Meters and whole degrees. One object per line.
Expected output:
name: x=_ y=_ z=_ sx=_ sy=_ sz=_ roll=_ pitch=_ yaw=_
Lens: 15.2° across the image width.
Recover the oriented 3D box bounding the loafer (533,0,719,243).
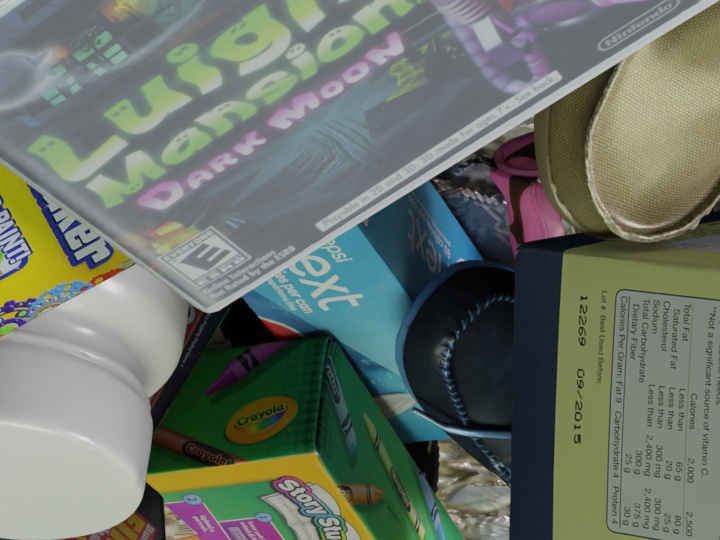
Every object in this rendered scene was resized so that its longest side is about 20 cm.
loafer: x=0.118 y=-0.087 z=0.803 sx=0.076 sy=0.068 sz=0.201 roll=12 pitch=116 yaw=-31

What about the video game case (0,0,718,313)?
video game case: x=-0.002 y=-0.074 z=0.706 sx=0.199 sy=0.023 sz=0.182 roll=-31 pitch=149 yaw=11

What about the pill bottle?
pill bottle: x=-0.112 y=-0.017 z=0.934 sx=0.113 sy=0.201 sz=0.114 roll=3 pitch=151 yaw=2

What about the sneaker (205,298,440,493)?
sneaker: x=-0.035 y=0.057 z=1.193 sx=0.080 sy=0.074 sz=0.200 roll=-15 pitch=135 yaw=32

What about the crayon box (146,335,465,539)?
crayon box: x=-0.033 y=0.112 z=1.147 sx=0.118 sy=0.059 sz=0.200 roll=-8 pitch=141 yaw=20

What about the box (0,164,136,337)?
box: x=-0.189 y=-0.065 z=0.790 sx=0.192 sy=0.201 sz=0.122 roll=-28 pitch=149 yaw=-4

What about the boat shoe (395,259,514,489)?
boat shoe: x=0.084 y=0.058 z=1.099 sx=0.069 sy=0.084 sz=0.200 roll=39 pitch=-179 yaw=37

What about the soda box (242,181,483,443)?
soda box: x=0.000 y=0.000 z=1.094 sx=0.067 sy=0.065 sz=0.200 roll=-8 pitch=148 yaw=20

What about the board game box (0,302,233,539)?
board game box: x=-0.136 y=0.053 z=1.001 sx=0.200 sy=0.200 sz=0.062 roll=45 pitch=137 yaw=-16

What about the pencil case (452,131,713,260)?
pencil case: x=0.101 y=0.040 z=1.009 sx=0.090 sy=0.094 sz=0.201 roll=-13 pitch=105 yaw=9

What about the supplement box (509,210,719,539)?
supplement box: x=0.184 y=0.056 z=0.880 sx=0.199 sy=0.135 sz=0.199 roll=7 pitch=-170 yaw=37
